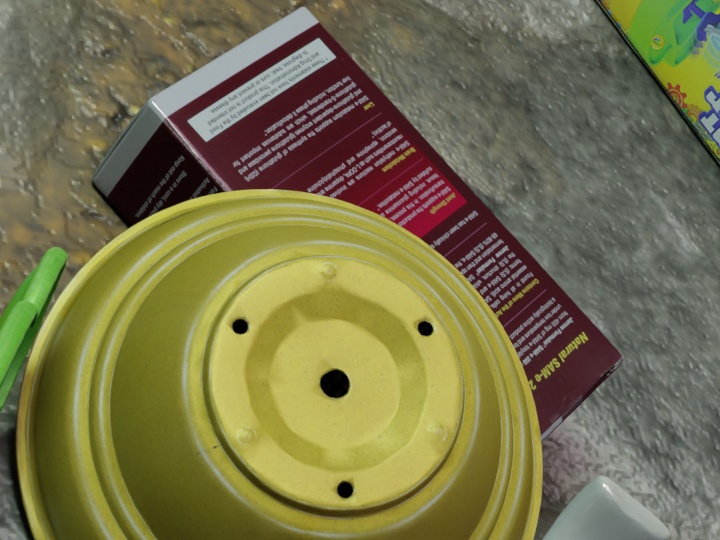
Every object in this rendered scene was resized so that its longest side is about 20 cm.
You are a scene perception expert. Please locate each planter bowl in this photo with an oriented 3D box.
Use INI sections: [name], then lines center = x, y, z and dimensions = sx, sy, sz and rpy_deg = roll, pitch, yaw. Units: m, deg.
[planter bowl]
center = -0.017, 0.051, 0.803
dimensions = 0.199, 0.083, 0.202
rpy_deg = 5, 69, -14

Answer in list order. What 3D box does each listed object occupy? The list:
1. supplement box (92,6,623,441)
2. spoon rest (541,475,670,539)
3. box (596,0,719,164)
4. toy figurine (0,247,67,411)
[supplement box]
center = 0.000, 0.000, 0.923
dimensions = 0.200, 0.061, 0.109
rpy_deg = 48, 45, 6
[spoon rest]
center = 0.069, 0.167, 0.841
dimensions = 0.099, 0.061, 0.200
rpy_deg = 40, 40, -15
[box]
center = 0.254, -0.130, 1.167
dimensions = 0.192, 0.122, 0.200
rpy_deg = -25, 75, -44
[toy figurine]
center = -0.206, 0.027, 0.713
dimensions = 0.183, 0.150, 0.200
rpy_deg = 25, 38, -5
